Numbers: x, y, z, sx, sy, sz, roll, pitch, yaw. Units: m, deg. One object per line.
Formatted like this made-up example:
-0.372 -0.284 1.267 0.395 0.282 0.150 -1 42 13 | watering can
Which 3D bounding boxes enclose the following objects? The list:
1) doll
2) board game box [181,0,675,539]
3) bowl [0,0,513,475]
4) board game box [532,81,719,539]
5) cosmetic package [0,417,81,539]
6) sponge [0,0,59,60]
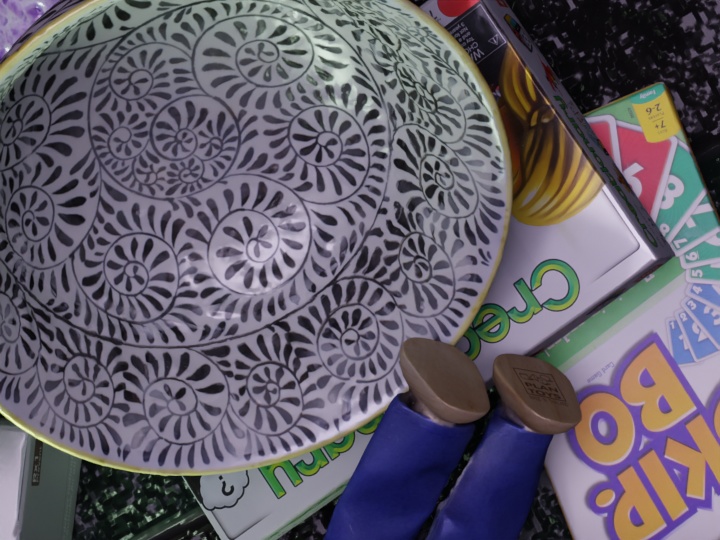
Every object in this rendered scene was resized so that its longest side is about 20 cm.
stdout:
0.014 0.121 0.950 0.136 0.049 0.201 10 120 -31 | doll
0.000 0.000 0.975 0.200 0.035 0.127 -37 80 16 | board game box
-0.055 -0.037 0.908 0.200 0.094 0.202 -7 124 -11 | bowl
0.107 0.041 0.978 0.095 0.030 0.201 -22 87 9 | board game box
-0.212 0.099 1.001 0.199 0.090 0.107 8 88 7 | cosmetic package
-0.112 -0.074 0.953 0.111 0.030 0.200 35 107 -21 | sponge
